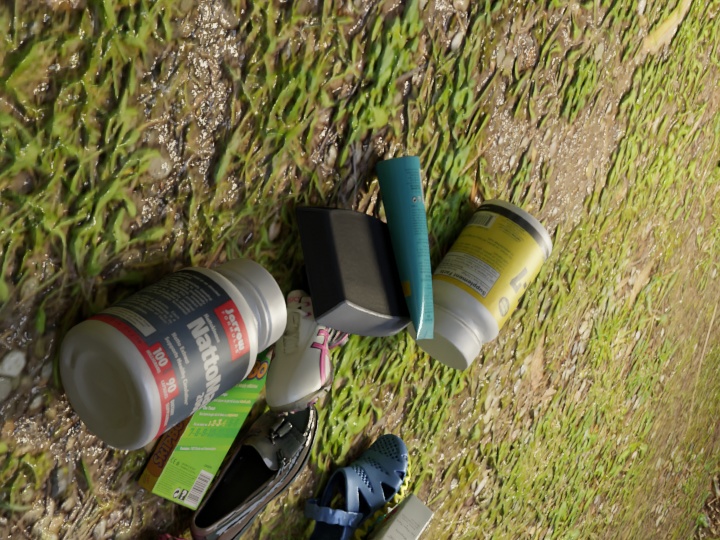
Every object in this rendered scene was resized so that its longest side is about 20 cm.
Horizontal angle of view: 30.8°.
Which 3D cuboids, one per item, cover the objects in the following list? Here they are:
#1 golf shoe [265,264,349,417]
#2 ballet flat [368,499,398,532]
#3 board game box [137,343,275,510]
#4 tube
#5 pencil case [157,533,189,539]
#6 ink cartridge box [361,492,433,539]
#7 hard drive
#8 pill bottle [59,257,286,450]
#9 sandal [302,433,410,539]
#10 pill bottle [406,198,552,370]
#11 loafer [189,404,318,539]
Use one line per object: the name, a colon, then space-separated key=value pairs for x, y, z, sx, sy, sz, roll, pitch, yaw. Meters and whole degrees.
golf shoe: x=-0.065 y=0.071 z=1.366 sx=0.093 sy=0.072 sz=0.201 roll=63 pitch=25 yaw=-25
ballet flat: x=0.031 y=0.357 z=1.771 sx=0.064 sy=0.075 sz=0.202 roll=-61 pitch=159 yaw=-46
board game box: x=-0.151 y=0.146 z=1.358 sx=0.202 sy=0.030 sz=0.096 roll=-59 pitch=151 yaw=-7
tube: x=0.057 y=-0.024 z=1.454 sx=0.077 sy=0.050 sz=0.203 roll=0 pitch=80 yaw=-68
pencil case: x=-0.140 y=0.350 z=1.383 sx=0.198 sy=0.091 sz=0.094 roll=26 pitch=118 yaw=-20
ink cartridge box: x=-0.005 y=0.388 z=1.644 sx=0.174 sy=0.043 sz=0.200 roll=-47 pitch=177 yaw=-43
hard drive: x=0.000 y=0.000 z=1.415 sx=0.199 sy=0.042 sz=0.137 roll=15 pitch=63 yaw=-63
pill bottle: x=-0.163 y=0.066 z=1.190 sx=0.199 sy=0.119 sz=0.121 roll=-32 pitch=137 yaw=-45
sandal: x=-0.006 y=0.278 z=1.647 sx=0.201 sy=0.079 sz=0.088 roll=-52 pitch=129 yaw=-33
pill bottle: x=0.150 y=0.019 z=1.670 sx=0.201 sy=0.113 sz=0.115 roll=-54 pitch=149 yaw=-19
loafer: x=-0.113 y=0.216 z=1.420 sx=0.201 sy=0.071 sz=0.063 roll=-54 pitch=161 yaw=-16
